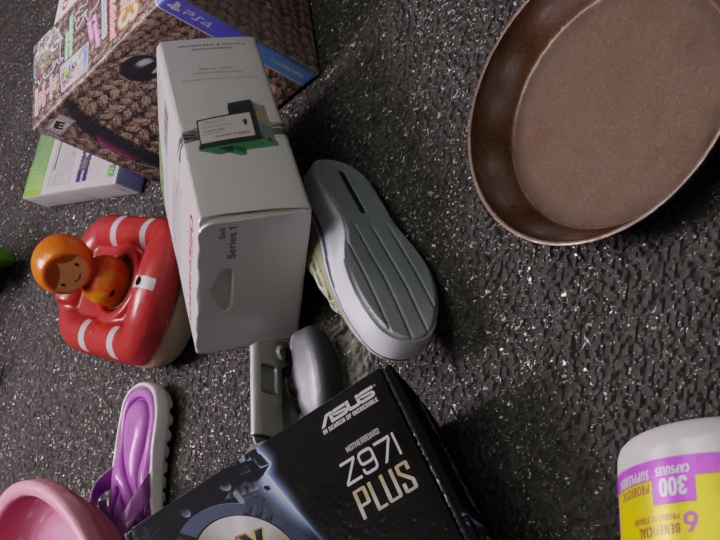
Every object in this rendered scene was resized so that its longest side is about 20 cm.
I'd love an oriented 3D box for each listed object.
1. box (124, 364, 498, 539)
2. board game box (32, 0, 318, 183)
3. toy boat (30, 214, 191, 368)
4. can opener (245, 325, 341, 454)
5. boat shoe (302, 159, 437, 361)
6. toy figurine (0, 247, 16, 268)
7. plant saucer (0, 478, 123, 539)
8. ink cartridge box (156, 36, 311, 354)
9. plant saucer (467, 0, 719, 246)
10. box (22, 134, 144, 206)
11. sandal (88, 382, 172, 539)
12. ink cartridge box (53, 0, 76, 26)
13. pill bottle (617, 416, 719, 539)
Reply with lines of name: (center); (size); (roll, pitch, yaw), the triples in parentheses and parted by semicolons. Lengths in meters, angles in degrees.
box: (-0.020, 0.182, 0.667); (0.199, 0.086, 0.164); (-33, 47, 6)
board game box: (-0.163, -0.182, 0.987); (0.200, 0.159, 0.097); (-34, 51, 34)
toy boat: (-0.223, 0.007, 0.988); (0.199, 0.130, 0.132); (5, 77, 49)
can opener: (-0.045, 0.135, 0.792); (0.067, 0.053, 0.201); (-28, 54, 38)
boat shoe: (0.000, 0.000, 0.805); (0.201, 0.071, 0.062); (-112, 37, -48)
toy figurine: (-0.463, 0.073, 1.247); (0.200, 0.149, 0.186); (157, 117, -66)
plant saucer: (-0.233, 0.263, 0.904); (0.200, 0.051, 0.202); (6, 99, 45)
ink cartridge box: (-0.102, -0.059, 0.872); (0.147, 0.084, 0.201); (99, 158, -47)
plant saucer: (0.152, -0.106, 0.700); (0.200, 0.034, 0.202); (-24, 55, 40)
box: (-0.278, -0.145, 1.195); (0.199, 0.036, 0.146); (-1, 72, 46)
sandal: (-0.198, 0.190, 0.938); (0.082, 0.050, 0.204); (-23, 57, 41)
ink cartridge box: (-0.221, -0.325, 1.175); (0.199, 0.087, 0.147); (-12, 64, 47)
pill bottle: (0.169, 0.172, 0.497); (0.104, 0.104, 0.202); (-20, 58, 41)
